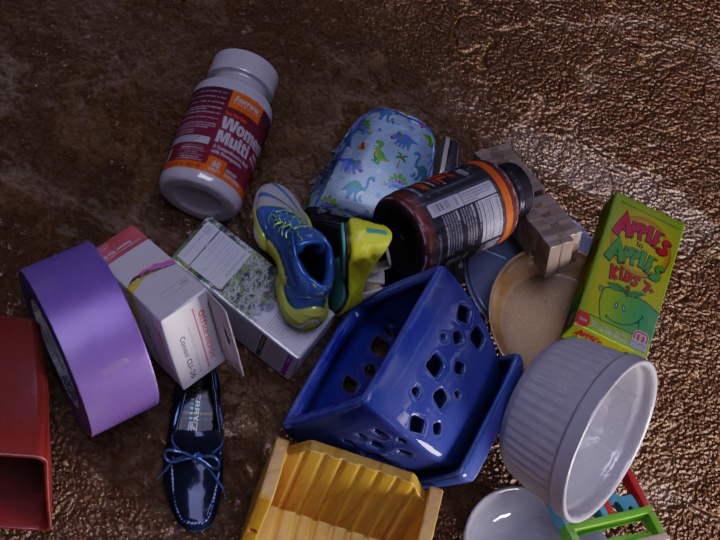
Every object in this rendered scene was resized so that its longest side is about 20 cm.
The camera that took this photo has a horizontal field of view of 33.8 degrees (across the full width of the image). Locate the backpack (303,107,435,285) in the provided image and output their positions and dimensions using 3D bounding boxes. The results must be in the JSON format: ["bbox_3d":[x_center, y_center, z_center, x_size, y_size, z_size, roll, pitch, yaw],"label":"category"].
[{"bbox_3d":[0.022,-0.108,1.513,0.161,0.155,0.201,23,53,5],"label":"backpack"}]

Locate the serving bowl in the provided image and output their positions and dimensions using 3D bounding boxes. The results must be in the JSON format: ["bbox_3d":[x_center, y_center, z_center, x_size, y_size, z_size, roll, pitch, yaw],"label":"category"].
[{"bbox_3d":[0.201,0.354,1.378,0.197,0.066,0.202,13,44,-13],"label":"serving bowl"}]

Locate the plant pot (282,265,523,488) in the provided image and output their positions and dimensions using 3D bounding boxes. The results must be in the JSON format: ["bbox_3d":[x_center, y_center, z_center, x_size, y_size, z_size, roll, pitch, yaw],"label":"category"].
[{"bbox_3d":[0.059,0.142,1.368,0.179,0.199,0.201,40,59,-17],"label":"plant pot"}]

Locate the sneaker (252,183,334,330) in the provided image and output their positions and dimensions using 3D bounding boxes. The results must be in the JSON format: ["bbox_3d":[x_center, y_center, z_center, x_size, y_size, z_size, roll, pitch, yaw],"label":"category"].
[{"bbox_3d":[-0.069,-0.037,1.391,0.075,0.105,0.202,-7,61,-27],"label":"sneaker"}]

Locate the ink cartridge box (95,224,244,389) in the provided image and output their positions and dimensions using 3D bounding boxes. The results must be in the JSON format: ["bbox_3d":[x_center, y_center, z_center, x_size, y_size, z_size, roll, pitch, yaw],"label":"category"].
[{"bbox_3d":[-0.220,0.050,1.353,0.067,0.118,0.199,-35,48,-23],"label":"ink cartridge box"}]

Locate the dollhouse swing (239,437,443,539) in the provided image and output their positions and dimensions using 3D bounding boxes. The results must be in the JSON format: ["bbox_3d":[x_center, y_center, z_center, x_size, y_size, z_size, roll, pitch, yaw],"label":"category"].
[{"bbox_3d":[-0.036,0.325,1.305,0.197,0.183,0.177,19,45,-4],"label":"dollhouse swing"}]

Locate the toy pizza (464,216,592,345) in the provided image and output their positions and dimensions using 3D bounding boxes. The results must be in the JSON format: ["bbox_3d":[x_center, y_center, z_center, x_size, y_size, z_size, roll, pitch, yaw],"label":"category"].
[{"bbox_3d":[0.228,0.005,1.560,0.197,0.032,0.203,5,66,-10],"label":"toy pizza"}]

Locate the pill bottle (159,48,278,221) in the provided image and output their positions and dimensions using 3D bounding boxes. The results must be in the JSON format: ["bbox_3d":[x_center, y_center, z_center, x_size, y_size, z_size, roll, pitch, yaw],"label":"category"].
[{"bbox_3d":[-0.174,-0.173,1.502,0.108,0.110,0.203,19,66,-4],"label":"pill bottle"}]

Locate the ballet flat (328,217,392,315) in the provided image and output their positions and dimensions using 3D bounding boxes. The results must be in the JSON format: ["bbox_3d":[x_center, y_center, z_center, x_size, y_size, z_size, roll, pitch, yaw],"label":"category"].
[{"bbox_3d":[0.000,0.000,1.385,0.066,0.201,0.068,-3,65,-10],"label":"ballet flat"}]

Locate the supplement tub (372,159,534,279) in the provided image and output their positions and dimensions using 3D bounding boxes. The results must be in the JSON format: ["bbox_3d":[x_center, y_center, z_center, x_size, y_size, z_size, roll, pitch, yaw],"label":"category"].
[{"bbox_3d":[0.117,-0.068,1.425,0.198,0.107,0.108,-23,74,-34],"label":"supplement tub"}]

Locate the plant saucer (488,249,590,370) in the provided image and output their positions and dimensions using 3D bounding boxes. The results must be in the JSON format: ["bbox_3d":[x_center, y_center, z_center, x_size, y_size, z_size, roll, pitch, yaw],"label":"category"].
[{"bbox_3d":[0.252,0.067,1.501,0.197,0.036,0.203,5,67,-11],"label":"plant saucer"}]

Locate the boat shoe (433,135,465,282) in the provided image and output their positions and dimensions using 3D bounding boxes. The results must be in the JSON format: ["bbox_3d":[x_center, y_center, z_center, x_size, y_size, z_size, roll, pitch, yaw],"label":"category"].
[{"bbox_3d":[0.115,-0.076,1.549,0.062,0.073,0.203,12,70,-11],"label":"boat shoe"}]

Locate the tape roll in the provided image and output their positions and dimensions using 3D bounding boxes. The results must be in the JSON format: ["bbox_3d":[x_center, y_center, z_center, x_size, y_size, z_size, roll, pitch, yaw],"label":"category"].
[{"bbox_3d":[-0.304,0.076,1.322,0.084,0.200,0.202,-24,75,-21],"label":"tape roll"}]

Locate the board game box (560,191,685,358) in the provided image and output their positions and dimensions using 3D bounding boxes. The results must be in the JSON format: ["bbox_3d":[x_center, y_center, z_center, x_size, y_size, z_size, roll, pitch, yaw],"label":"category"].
[{"bbox_3d":[0.333,0.011,1.497,0.100,0.048,0.202,24,64,-1],"label":"board game box"}]

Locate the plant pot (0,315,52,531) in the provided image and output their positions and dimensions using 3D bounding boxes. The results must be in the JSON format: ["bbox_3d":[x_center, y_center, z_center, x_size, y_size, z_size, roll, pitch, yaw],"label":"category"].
[{"bbox_3d":[-0.425,0.155,1.278,0.197,0.201,0.179,6,56,-10],"label":"plant pot"}]

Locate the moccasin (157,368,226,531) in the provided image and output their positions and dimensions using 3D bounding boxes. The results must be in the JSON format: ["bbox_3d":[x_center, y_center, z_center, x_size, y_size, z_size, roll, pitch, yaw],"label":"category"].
[{"bbox_3d":[-0.196,0.195,1.369,0.079,0.068,0.203,-2,68,-13],"label":"moccasin"}]

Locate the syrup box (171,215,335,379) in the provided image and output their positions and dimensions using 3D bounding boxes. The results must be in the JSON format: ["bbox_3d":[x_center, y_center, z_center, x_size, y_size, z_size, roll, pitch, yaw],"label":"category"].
[{"bbox_3d":[-0.135,0.034,1.441,0.199,0.082,0.079,38,63,3],"label":"syrup box"}]

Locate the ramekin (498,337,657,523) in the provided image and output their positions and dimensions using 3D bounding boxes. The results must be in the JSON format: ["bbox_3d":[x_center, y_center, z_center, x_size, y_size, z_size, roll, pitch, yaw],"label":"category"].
[{"bbox_3d":[0.244,0.172,1.353,0.104,0.202,0.200,27,61,32],"label":"ramekin"}]

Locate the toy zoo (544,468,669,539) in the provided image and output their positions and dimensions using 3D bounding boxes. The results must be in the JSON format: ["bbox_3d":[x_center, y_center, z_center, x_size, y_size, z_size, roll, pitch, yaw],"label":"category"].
[{"bbox_3d":[0.273,0.255,1.439,0.129,0.021,0.202,-5,51,-25],"label":"toy zoo"}]

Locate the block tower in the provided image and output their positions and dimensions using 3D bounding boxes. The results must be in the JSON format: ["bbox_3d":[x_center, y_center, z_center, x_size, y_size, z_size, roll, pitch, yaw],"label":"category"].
[{"bbox_3d":[0.213,-0.080,1.530,0.053,0.058,0.201,-15,48,-18],"label":"block tower"}]
